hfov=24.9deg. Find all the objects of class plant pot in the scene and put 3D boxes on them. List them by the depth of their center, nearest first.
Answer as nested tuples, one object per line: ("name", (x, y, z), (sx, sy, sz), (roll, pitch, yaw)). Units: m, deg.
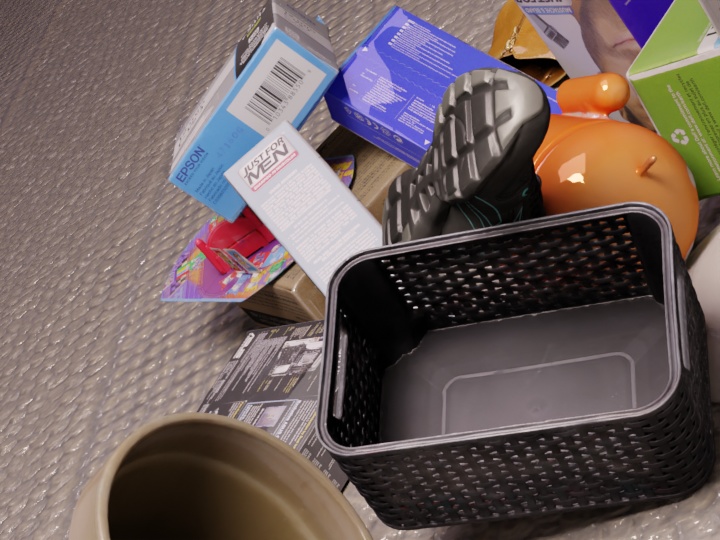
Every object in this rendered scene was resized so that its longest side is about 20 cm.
("plant pot", (-0.107, 0.211, 0.929), (0.174, 0.200, 0.200), (-45, 20, 30))

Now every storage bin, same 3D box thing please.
("storage bin", (0.086, 0.055, 0.902), (0.199, 0.094, 0.136), (-11, 52, 20))

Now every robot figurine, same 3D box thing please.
("robot figurine", (0.140, -0.039, 1.040), (0.144, 0.117, 0.200), (-49, 19, -6))

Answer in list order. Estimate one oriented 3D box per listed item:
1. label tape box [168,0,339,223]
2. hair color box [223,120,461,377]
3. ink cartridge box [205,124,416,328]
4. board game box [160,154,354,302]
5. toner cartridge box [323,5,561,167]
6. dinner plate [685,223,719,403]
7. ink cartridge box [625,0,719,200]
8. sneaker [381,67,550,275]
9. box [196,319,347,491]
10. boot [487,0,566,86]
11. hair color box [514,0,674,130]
("label tape box", (-0.086, -0.138, 1.286), (0.143, 0.066, 0.200), (-54, 16, 14))
("hair color box", (0.000, 0.000, 1.086), (0.061, 0.099, 0.200), (-40, 60, 0))
("ink cartridge box", (-0.007, -0.039, 1.303), (0.200, 0.075, 0.165), (-48, 24, -15))
("board game box", (-0.093, -0.046, 1.299), (0.200, 0.039, 0.158), (-1, 47, 55))
("toner cartridge box", (0.077, -0.113, 1.213), (0.200, 0.043, 0.095), (33, 71, 26))
("dinner plate", (0.253, -0.005, 0.941), (0.200, 0.024, 0.200), (-32, 25, 17))
("ink cartridge box", (0.222, -0.171, 1.031), (0.076, 0.200, 0.148), (-15, 28, 43))
("sneaker", (0.074, -0.055, 0.935), (0.200, 0.079, 0.076), (128, 146, -63))
("box", (-0.065, 0.122, 1.149), (0.157, 0.050, 0.200), (-11, 38, 47))
("boot", (0.191, -0.221, 1.347), (0.201, 0.071, 0.144), (-21, 37, 43))
("hair color box", (0.171, -0.190, 1.149), (0.065, 0.200, 0.109), (-49, 26, -16))
